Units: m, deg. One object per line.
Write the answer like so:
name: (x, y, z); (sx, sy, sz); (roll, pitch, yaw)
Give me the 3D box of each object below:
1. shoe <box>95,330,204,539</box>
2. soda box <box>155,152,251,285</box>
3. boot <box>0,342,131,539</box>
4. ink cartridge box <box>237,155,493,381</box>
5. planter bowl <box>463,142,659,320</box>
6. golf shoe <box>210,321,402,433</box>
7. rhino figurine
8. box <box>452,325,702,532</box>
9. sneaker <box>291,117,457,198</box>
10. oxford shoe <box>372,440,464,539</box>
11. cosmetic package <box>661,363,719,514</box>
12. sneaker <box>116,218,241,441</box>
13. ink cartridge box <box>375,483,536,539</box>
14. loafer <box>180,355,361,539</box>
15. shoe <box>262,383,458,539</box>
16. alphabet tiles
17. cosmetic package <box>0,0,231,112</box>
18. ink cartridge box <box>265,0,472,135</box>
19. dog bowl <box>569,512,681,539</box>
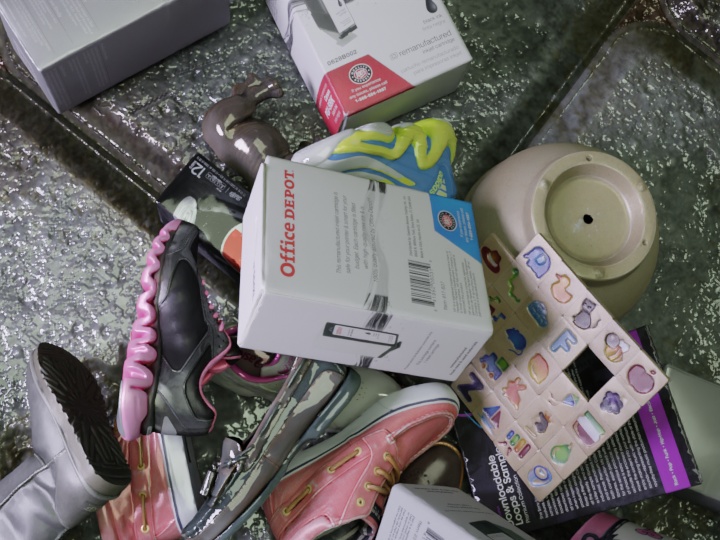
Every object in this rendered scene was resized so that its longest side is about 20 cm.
shoe: (-0.200, 0.142, 0.845); (0.090, 0.072, 0.202); (-14, 75, -3)
soda box: (-0.095, -0.017, 0.894); (0.199, 0.071, 0.064); (38, 75, 2)
boot: (-0.298, 0.185, 0.814); (0.200, 0.072, 0.182); (-45, 49, 14)
ink cartridge box: (0.000, 0.000, 0.813); (0.198, 0.085, 0.147); (11, 50, -17)
planter bowl: (0.199, -0.035, 0.907); (0.198, 0.135, 0.203); (2, 78, -8)
golf shoe: (-0.051, 0.098, 0.866); (0.198, 0.092, 0.076); (17, 75, -5)
rhino figurine: (-0.073, -0.097, 0.921); (0.087, 0.060, 0.200); (-39, 87, -18)
box: (0.188, 0.150, 0.867); (0.198, 0.036, 0.145); (-19, 72, 14)
sneaker: (0.027, -0.083, 0.897); (0.199, 0.075, 0.106); (-17, 92, -39)
oxford shoe: (0.040, 0.244, 0.855); (0.071, 0.073, 0.201); (31, 76, 0)
cosmetic package: (0.349, 0.175, 0.909); (0.198, 0.090, 0.108); (23, 76, 0)
sneaker: (-0.145, 0.051, 0.807); (0.094, 0.079, 0.202); (8, 62, -7)
ink cartridge box: (0.091, 0.275, 0.733); (0.083, 0.199, 0.148); (14, 96, -39)
loafer: (-0.086, 0.144, 0.801); (0.063, 0.072, 0.200); (45, 77, -11)
shoe: (0.010, 0.182, 0.833); (0.199, 0.072, 0.091); (-28, 45, -2)
alphabet tiles: (0.147, 0.073, 0.842); (0.008, 0.168, 0.201); (-5, 50, -50)
cosmetic package: (-0.225, -0.244, 0.900); (0.199, 0.107, 0.091); (-35, 84, -15)
ink cartridge box: (-0.001, -0.254, 0.952); (0.146, 0.083, 0.202); (-25, 83, -11)
dog bowl: (0.194, 0.296, 0.812); (0.073, 0.201, 0.201); (30, 73, 28)
